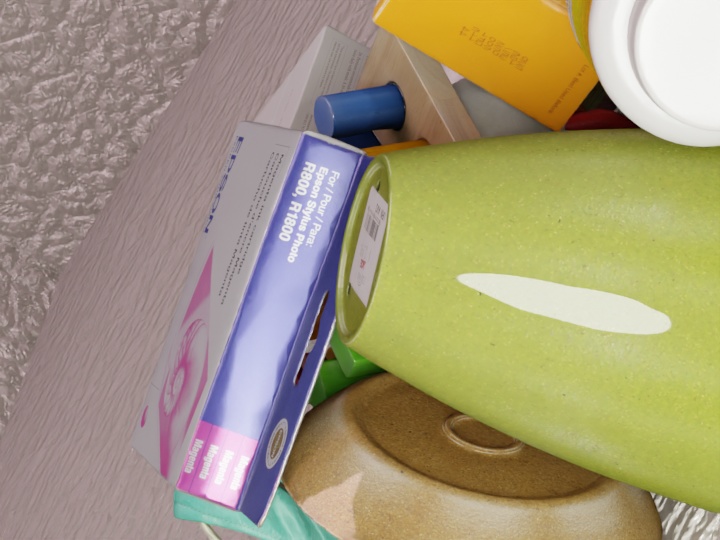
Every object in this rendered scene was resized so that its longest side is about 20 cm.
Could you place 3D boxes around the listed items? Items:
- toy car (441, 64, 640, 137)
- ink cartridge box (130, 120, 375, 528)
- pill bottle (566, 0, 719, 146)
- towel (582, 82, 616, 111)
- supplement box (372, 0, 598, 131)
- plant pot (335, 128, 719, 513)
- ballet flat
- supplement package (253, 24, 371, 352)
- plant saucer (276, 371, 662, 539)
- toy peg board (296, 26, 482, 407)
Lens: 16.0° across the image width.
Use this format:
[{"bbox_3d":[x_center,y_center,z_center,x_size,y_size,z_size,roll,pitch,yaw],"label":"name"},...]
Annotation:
[{"bbox_3d":[0.109,-0.041,1.523,0.200,0.149,0.176,-82,-5,-67],"label":"toy car"},{"bbox_3d":[-0.059,0.021,1.353,0.200,0.043,0.197,-163,92,-75],"label":"ink cartridge box"},{"bbox_3d":[0.158,-0.121,1.218,0.109,0.109,0.200,-60,6,12],"label":"pill bottle"},{"bbox_3d":[0.167,-0.161,1.623,0.143,0.023,0.200,-15,-32,-49],"label":"towel"},{"bbox_3d":[0.089,-0.182,1.459,0.074,0.126,0.200,-54,13,33],"label":"supplement box"},{"bbox_3d":[0.095,0.007,1.234,0.187,0.199,0.188,-169,90,-78],"label":"plant pot"},{"bbox_3d":[-0.022,0.166,1.475,0.071,0.200,0.067,-59,6,0],"label":"ballet flat"},{"bbox_3d":[0.014,-0.029,1.737,0.151,0.200,0.152,-48,18,49],"label":"supplement package"},{"bbox_3d":[0.059,0.096,1.293,0.200,0.200,0.036,-92,14,-66],"label":"plant saucer"},{"bbox_3d":[0.000,0.000,1.438,0.199,0.098,0.200,63,149,29],"label":"toy peg board"}]
